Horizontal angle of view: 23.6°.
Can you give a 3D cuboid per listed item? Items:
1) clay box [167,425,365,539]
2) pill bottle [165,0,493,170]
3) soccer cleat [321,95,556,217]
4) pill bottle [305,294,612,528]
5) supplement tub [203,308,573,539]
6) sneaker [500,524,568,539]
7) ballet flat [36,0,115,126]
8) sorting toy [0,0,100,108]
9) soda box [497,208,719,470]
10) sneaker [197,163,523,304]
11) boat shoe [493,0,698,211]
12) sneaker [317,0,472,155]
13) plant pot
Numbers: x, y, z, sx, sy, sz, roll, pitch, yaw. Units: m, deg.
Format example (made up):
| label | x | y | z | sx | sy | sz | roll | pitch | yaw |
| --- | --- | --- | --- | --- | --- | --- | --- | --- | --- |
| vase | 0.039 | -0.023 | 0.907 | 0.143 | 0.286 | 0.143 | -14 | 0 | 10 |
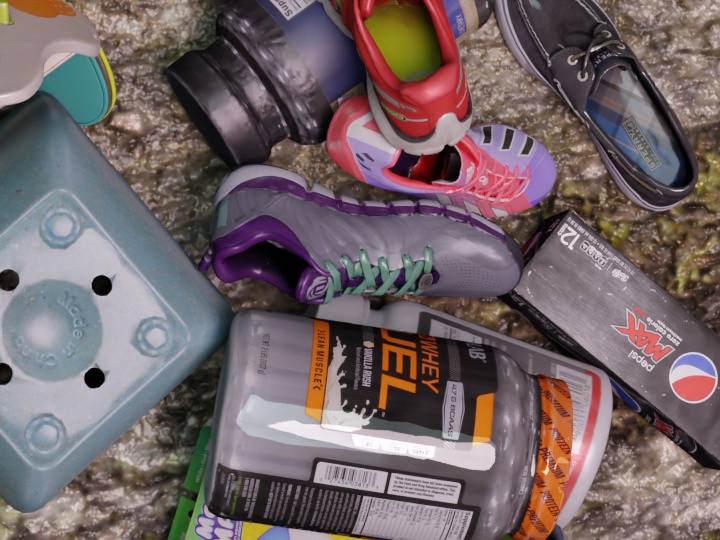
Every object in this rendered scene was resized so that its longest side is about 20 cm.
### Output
| label | x | y | z | sx | sy | sz | roll | pitch | yaw |
| --- | --- | --- | --- | --- | --- | --- | --- | --- | --- |
| clay box | -0.038 | 0.186 | 1.068 | 0.199 | 0.048 | 0.115 | 22 | 102 | 20 |
| pill bottle | -0.022 | -0.153 | 1.119 | 0.200 | 0.112 | 0.112 | -37 | 93 | -8 |
| soccer cleat | 0.064 | -0.067 | 1.109 | 0.199 | 0.076 | 0.067 | 13 | 102 | -41 |
| pill bottle | 0.052 | 0.087 | 1.117 | 0.199 | 0.114 | 0.114 | 20 | 84 | -6 |
| supplement tub | 0.015 | 0.095 | 0.995 | 0.199 | 0.123 | 0.123 | 9 | 86 | -7 |
| sneaker | 0.047 | 0.172 | 1.094 | 0.199 | 0.081 | 0.074 | 8 | 41 | 11 |
| ballet flat | -0.230 | -0.178 | 1.107 | 0.067 | 0.067 | 0.200 | -35 | 120 | 20 |
| sorting toy | -0.250 | -0.096 | 0.995 | 0.200 | 0.180 | 0.107 | -37 | 119 | 1 |
| soda box | 0.188 | 0.049 | 1.164 | 0.200 | 0.063 | 0.071 | 40 | 83 | -4 |
| sneaker | 0.000 | 0.000 | 1.065 | 0.199 | 0.075 | 0.088 | 12 | 43 | 1 |
| boat shoe | 0.164 | -0.128 | 1.167 | 0.070 | 0.066 | 0.201 | -32 | 92 | -9 |
| sneaker | 0.017 | -0.167 | 1.016 | 0.077 | 0.085 | 0.201 | -24 | 67 | -5 |
| plant pot | -0.190 | 0.025 | 1.026 | 0.196 | 0.200 | 0.197 | -42 | 104 | -9 |
